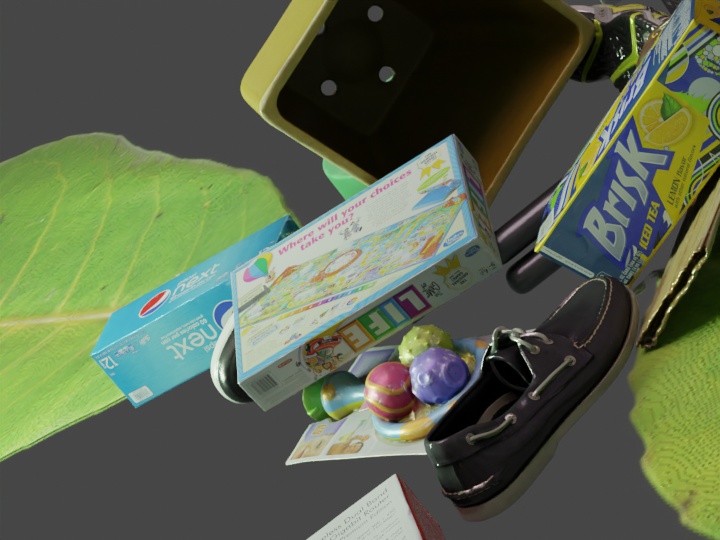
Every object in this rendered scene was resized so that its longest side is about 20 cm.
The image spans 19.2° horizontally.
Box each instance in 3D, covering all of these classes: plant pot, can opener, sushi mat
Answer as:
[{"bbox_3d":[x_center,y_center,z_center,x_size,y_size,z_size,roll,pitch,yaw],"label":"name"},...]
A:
[{"bbox_3d":[0.022,-0.164,1.640,0.196,0.194,0.200,-58,21,0],"label":"plant pot"},{"bbox_3d":[0.174,-0.061,1.482,0.200,0.053,0.066,-40,5,0],"label":"can opener"},{"bbox_3d":[0.221,-0.043,1.348,0.200,0.012,0.096,-61,-3,-45],"label":"sushi mat"}]

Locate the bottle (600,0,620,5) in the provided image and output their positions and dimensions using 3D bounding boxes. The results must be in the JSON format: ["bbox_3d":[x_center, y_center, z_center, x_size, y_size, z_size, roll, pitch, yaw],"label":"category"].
[{"bbox_3d":[0.275,-0.294,1.772,0.200,0.065,0.084,-34,22,13],"label":"bottle"}]

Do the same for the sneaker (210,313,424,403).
[{"bbox_3d":[-0.020,0.031,1.575,0.200,0.073,0.112,-40,19,-7],"label":"sneaker"}]

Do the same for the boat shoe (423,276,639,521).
[{"bbox_3d":[0.106,0.063,1.309,0.073,0.063,0.200,-12,33,51],"label":"boat shoe"}]

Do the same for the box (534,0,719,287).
[{"bbox_3d":[0.190,-0.082,1.352,0.200,0.070,0.064,-58,7,35],"label":"box"}]

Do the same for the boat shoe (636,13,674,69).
[{"bbox_3d":[0.258,-0.176,1.391,0.200,0.072,0.068,-34,38,34],"label":"boat shoe"}]

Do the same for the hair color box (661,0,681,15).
[{"bbox_3d":[0.326,-0.261,1.626,0.200,0.061,0.102,-39,20,-4],"label":"hair color box"}]

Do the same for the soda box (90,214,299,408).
[{"bbox_3d":[-0.123,0.035,1.757,0.200,0.064,0.068,-28,23,27],"label":"soda box"}]

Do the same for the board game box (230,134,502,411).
[{"bbox_3d":[0.000,0.000,1.502,0.200,0.034,0.134,-31,33,16],"label":"board game box"}]

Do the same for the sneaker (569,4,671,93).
[{"bbox_3d":[0.220,-0.168,1.589,0.076,0.075,0.200,-14,25,-22],"label":"sneaker"}]

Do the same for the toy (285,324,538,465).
[{"bbox_3d":[0.030,0.073,1.438,0.200,0.047,0.115,-14,33,50],"label":"toy"}]

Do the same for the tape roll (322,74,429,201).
[{"bbox_3d":[0.060,-0.129,1.816,0.200,0.048,0.200,-33,21,14],"label":"tape roll"}]

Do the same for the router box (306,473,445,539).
[{"bbox_3d":[-0.030,0.227,1.213,0.200,0.049,0.180,-37,20,4],"label":"router box"}]
